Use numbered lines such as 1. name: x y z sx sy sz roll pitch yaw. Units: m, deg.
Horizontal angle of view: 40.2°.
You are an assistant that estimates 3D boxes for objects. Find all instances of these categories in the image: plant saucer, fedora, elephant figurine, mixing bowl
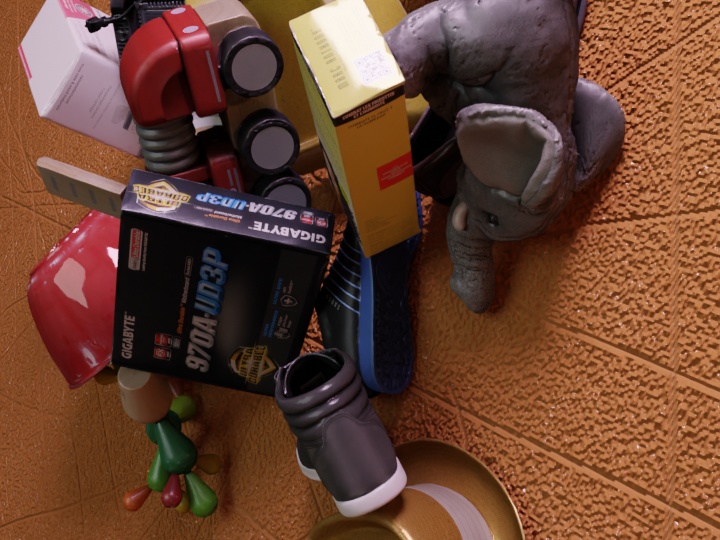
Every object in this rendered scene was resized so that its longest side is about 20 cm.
1. plant saucer: -0.049 -0.176 0.810 0.198 0.202 0.049 -15 24 44
2. fedora: 0.023 0.208 0.674 0.199 0.081 0.204 -21 61 45
3. elephant figurine: 0.104 -0.087 0.644 0.203 0.140 0.155 63 171 -5
4. mixing bowl: -0.258 0.008 0.983 0.200 0.108 0.201 -41 16 14

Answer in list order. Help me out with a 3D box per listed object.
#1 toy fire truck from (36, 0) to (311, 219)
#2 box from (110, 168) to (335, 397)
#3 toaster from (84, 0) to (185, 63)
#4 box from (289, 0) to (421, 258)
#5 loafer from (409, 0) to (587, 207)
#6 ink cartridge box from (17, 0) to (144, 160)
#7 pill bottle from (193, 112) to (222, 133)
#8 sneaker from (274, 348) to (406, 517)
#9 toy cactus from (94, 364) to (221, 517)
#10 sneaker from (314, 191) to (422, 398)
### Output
1. toy fire truck: -0.158 -0.105 0.771 0.129 0.197 0.178 -125 20 -53
2. box: -0.116 0.018 0.790 0.201 0.156 0.047 111 168 -48
3. toaster: -0.147 -0.238 0.943 0.196 0.130 0.116 2 117 14
4. box: 0.001 -0.085 0.649 0.049 0.201 0.076 -23 66 -5
5. loafer: 0.094 -0.140 0.722 0.202 0.062 0.072 -60 41 17
6. ink cartridge box: -0.239 -0.189 1.028 0.085 0.198 0.146 -50 45 18
7. pill bottle: -0.136 -0.072 0.930 0.120 0.118 0.202 -47 47 29
8. sneaker: -0.023 0.101 0.714 0.101 0.070 0.200 66 171 -7
9. toy cactus: -0.198 0.136 0.916 0.166 0.101 0.202 83 164 -56
10. sneaker: 0.000 0.000 0.783 0.077 0.070 0.204 -9 71 43
